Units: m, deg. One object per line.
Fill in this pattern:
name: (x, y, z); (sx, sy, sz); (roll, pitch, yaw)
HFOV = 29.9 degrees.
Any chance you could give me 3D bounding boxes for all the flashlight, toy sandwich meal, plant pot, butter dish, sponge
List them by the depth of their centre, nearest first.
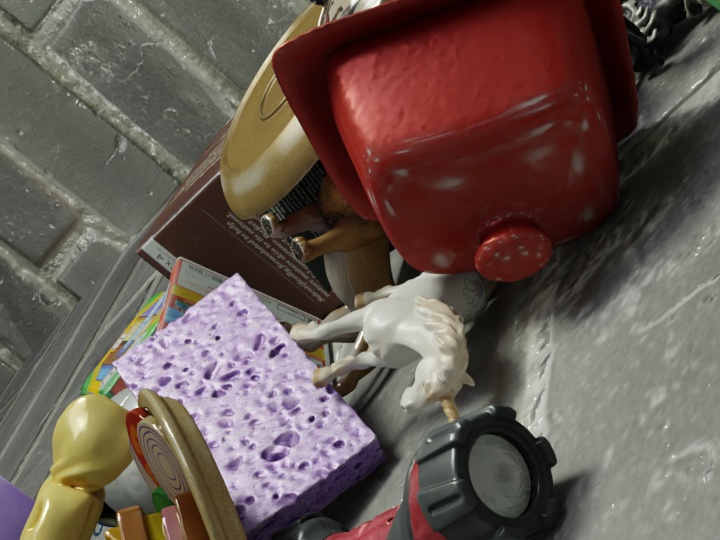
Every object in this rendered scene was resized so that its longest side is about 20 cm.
flashlight: (0.014, 0.129, 0.678); (0.200, 0.068, 0.068); (-35, 22, 49)
toy sandwich meal: (-0.106, 0.166, 0.758); (0.070, 0.207, 0.205); (-20, 5, -16)
butter dish: (0.074, -0.062, 0.780); (0.198, 0.200, 0.149); (-18, 57, 8)
sponge: (-0.079, 0.091, 0.894); (0.111, 0.030, 0.200); (-34, 45, -10)
plant pot: (-0.045, -0.130, 0.963); (0.200, 0.027, 0.201); (-46, 26, 29)

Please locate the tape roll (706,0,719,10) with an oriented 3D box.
tape roll: (0.179, -0.186, 0.682); (0.048, 0.200, 0.201); (-48, 13, 7)

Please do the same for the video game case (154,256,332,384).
video game case: (-0.091, 0.050, 1.078); (0.018, 0.142, 0.200); (-63, 10, 13)

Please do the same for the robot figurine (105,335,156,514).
robot figurine: (-0.143, 0.135, 1.028); (0.112, 0.171, 0.200); (-18, -2, -23)

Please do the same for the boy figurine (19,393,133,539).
boy figurine: (-0.195, 0.179, 0.904); (0.124, 0.064, 0.201); (-114, 45, -86)

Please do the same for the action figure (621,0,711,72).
action figure: (0.193, -0.199, 0.896); (0.200, 0.102, 0.119); (-35, 32, 46)

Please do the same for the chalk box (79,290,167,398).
chalk box: (-0.155, 0.098, 1.203); (0.124, 0.125, 0.200); (-54, 12, -13)

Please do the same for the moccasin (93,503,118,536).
moccasin: (-0.237, 0.205, 1.278); (0.068, 0.081, 0.200); (-44, 7, -28)

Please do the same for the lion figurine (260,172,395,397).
lion figurine: (0.000, 0.000, 0.956); (0.122, 0.201, 0.072); (-22, 35, -32)

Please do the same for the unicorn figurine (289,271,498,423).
unicorn figurine: (0.030, 0.038, 0.830); (0.137, 0.074, 0.200); (-17, 24, 36)

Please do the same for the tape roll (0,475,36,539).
tape roll: (-0.291, 0.233, 1.130); (0.085, 0.200, 0.200); (-55, 14, -17)

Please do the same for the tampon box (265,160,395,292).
tampon box: (0.030, -0.107, 1.049); (0.200, 0.126, 0.150); (-42, -5, 36)

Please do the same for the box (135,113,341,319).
box: (-0.071, -0.064, 1.264); (0.164, 0.166, 0.201); (-36, 20, 45)

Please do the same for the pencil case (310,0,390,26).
pencil case: (0.062, -0.137, 0.871); (0.089, 0.199, 0.078); (-35, 51, 40)
